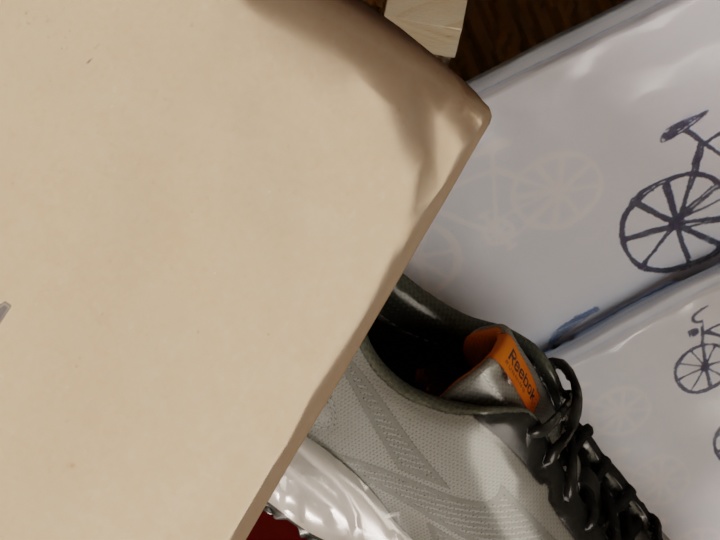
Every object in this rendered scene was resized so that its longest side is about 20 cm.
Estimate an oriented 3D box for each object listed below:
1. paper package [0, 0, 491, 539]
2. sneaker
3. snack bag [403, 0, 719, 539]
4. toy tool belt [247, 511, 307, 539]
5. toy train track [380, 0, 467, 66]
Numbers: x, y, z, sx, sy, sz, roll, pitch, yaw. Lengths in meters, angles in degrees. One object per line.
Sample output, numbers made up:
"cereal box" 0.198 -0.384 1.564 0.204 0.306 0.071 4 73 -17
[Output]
"paper package" -0.102 -0.019 0.629 0.199 0.103 0.191 31 91 -21
"sneaker" 0.045 0.066 0.725 0.200 0.074 0.079 36 123 -11
"snack bag" 0.104 0.002 0.751 0.188 0.021 0.201 -26 119 10
"toy tool belt" -0.055 0.135 0.822 0.200 0.125 0.123 -45 168 11
"toy train track" 0.000 0.000 0.766 0.114 0.033 0.201 11 123 -5
